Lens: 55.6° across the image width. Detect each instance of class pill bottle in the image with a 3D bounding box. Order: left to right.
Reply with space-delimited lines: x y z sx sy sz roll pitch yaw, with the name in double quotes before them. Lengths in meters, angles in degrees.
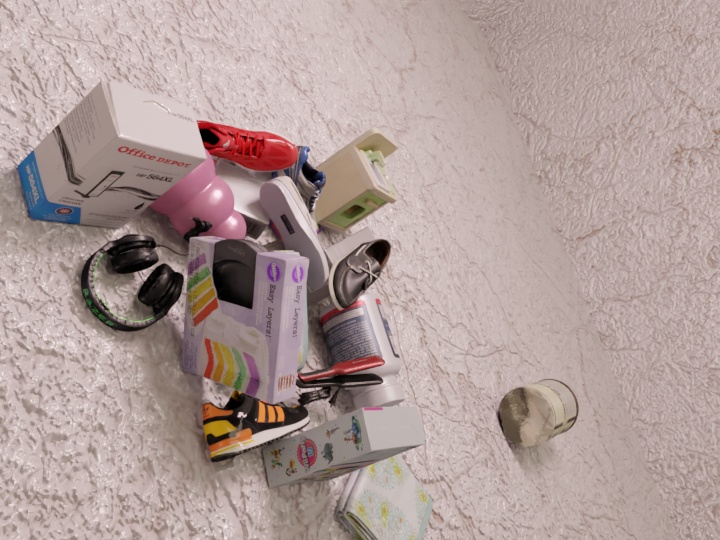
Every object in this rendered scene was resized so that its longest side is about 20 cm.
"pill bottle" 0.007 0.153 1.245 0.119 0.119 0.202 8 58 -55

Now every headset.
"headset" -0.287 -0.005 0.944 0.124 0.094 0.200 54 41 -13

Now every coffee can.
"coffee can" 0.456 0.359 1.743 0.199 0.146 0.148 4 62 -56

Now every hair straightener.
"hair straightener" -0.049 0.196 1.120 0.198 0.041 0.078 -10 112 -30

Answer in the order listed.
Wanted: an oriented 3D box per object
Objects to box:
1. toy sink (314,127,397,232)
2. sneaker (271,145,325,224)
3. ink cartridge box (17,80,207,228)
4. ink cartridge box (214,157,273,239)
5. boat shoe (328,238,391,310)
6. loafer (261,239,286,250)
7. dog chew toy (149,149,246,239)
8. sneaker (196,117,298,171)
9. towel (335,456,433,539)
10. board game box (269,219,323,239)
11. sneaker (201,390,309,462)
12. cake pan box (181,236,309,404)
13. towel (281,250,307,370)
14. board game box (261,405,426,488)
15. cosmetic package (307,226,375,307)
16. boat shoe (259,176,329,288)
"toy sink" -0.004 -0.177 1.401 0.113 0.199 0.130 63 17 16
"sneaker" -0.102 -0.143 1.258 0.077 0.084 0.201 -88 165 -47
"ink cartridge box" -0.324 -0.143 0.895 0.146 0.199 0.085 4 61 -56
"ink cartridge box" -0.210 -0.158 1.215 0.108 0.050 0.201 24 43 -23
"boat shoe" 0.000 0.000 1.210 0.072 0.067 0.200 62 31 -16
"loafer" -0.159 -0.011 1.183 0.199 0.070 0.070 -16 84 -53
"dog chew toy" -0.254 -0.107 1.057 0.200 0.124 0.125 52 30 -20
"sneaker" -0.199 -0.199 1.124 0.198 0.079 0.116 7 15 -10
"towel" 0.046 0.401 1.166 0.172 0.048 0.200 55 30 -12
"board game box" -0.159 -0.136 1.326 0.201 0.032 0.120 57 27 -8
"sneaker" -0.149 0.209 1.000 0.199 0.070 0.091 -8 75 -57
"cake pan box" -0.159 0.058 0.922 0.052 0.183 0.202 -8 108 -56
"towel" -0.154 0.066 1.076 0.171 0.048 0.202 3 84 -53
"board game box" -0.024 0.263 1.017 0.147 0.199 0.065 15 52 -53
"cosmetic package" -0.042 -0.009 1.321 0.091 0.106 0.200 60 28 -4
"boat shoe" -0.101 -0.069 1.174 0.201 0.071 0.070 62 35 -9
